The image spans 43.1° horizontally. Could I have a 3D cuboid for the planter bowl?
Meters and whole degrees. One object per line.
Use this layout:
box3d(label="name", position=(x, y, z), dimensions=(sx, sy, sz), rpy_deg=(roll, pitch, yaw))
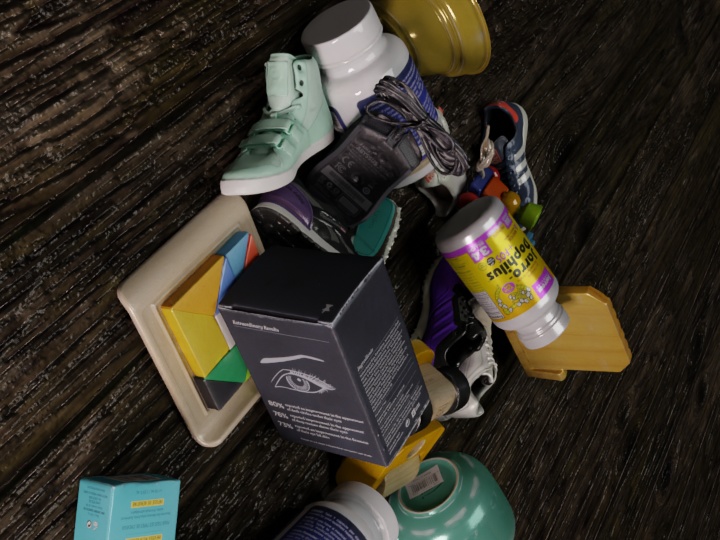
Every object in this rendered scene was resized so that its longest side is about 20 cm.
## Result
box3d(label="planter bowl", position=(0.060, -0.300, 1.108), dimensions=(0.083, 0.200, 0.201), rpy_deg=(-40, 126, -12))

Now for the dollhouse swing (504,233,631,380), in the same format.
box3d(label="dollhouse swing", position=(0.303, 0.045, 1.372), dimensions=(0.201, 0.174, 0.183), rpy_deg=(58, 30, -34))

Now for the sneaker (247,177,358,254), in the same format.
box3d(label="sneaker", position=(-0.027, -0.026, 1.013), dimensions=(0.200, 0.075, 0.088), rpy_deg=(44, 46, -16))

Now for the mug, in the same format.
box3d(label="mug", position=(0.103, 0.321, 1.166), dimensions=(0.186, 0.151, 0.115), rpy_deg=(-56, 129, -35))

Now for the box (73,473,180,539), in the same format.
box3d(label="box", position=(-0.217, 0.290, 0.824), dimensions=(0.082, 0.049, 0.202), rpy_deg=(11, 82, -52))

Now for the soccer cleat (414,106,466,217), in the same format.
box3d(label="soccer cleat", position=(0.090, -0.155, 1.213), dimensions=(0.200, 0.069, 0.078), rpy_deg=(53, 48, -43))

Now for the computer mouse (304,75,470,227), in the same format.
box3d(label="computer mouse", position=(0.018, -0.123, 1.029), dimensions=(0.138, 0.199, 0.053), rpy_deg=(44, 36, -15))

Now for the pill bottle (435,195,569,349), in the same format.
box3d(label="pill bottle", position=(0.195, 0.007, 1.215), dimensions=(0.200, 0.104, 0.104), rpy_deg=(51, 49, -15))

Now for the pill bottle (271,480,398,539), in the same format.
box3d(label="pill bottle", position=(-0.048, 0.326, 0.995), dimensions=(0.200, 0.115, 0.117), rpy_deg=(-36, 119, -46))

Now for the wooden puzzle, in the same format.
box3d(label="wooden puzzle", position=(-0.140, 0.049, 0.934), dimensions=(0.185, 0.037, 0.201), rpy_deg=(-50, 128, -40))

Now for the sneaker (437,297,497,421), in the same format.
box3d(label="sneaker", position=(0.164, 0.126, 1.306), dimensions=(0.075, 0.080, 0.201), rpy_deg=(48, 53, -40))

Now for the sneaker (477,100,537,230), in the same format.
box3d(label="sneaker", position=(0.214, -0.158, 1.377), dimensions=(0.084, 0.074, 0.202), rpy_deg=(3, 78, -54))

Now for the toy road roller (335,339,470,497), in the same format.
box3d(label="toy road roller", position=(0.025, 0.168, 1.114), dimensions=(0.122, 0.146, 0.201), rpy_deg=(-14, 139, -52))

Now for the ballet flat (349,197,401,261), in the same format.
box3d(label="ballet flat", position=(0.000, 0.000, 1.102), dimensions=(0.072, 0.071, 0.201), rpy_deg=(54, 52, -38))

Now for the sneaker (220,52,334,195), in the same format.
box3d(label="sneaker", position=(-0.097, -0.160, 0.954), dimensions=(0.201, 0.073, 0.119), rpy_deg=(-52, 136, -52))

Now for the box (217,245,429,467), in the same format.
box3d(label="box", position=(-0.033, 0.086, 0.941), dimensions=(0.105, 0.147, 0.201), rpy_deg=(-51, 136, -38))

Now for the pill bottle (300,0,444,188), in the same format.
box3d(label="pill bottle", position=(0.015, -0.206, 1.067), dimensions=(0.120, 0.119, 0.201), rpy_deg=(-59, 134, -33))

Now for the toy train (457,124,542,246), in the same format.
box3d(label="toy train", position=(0.200, -0.096, 1.257), dimensions=(0.085, 0.115, 0.201), rpy_deg=(-52, 163, -39))

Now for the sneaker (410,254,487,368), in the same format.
box3d(label="sneaker", position=(0.131, 0.068, 1.241), dimensions=(0.070, 0.099, 0.202), rpy_deg=(42, 59, -47))
